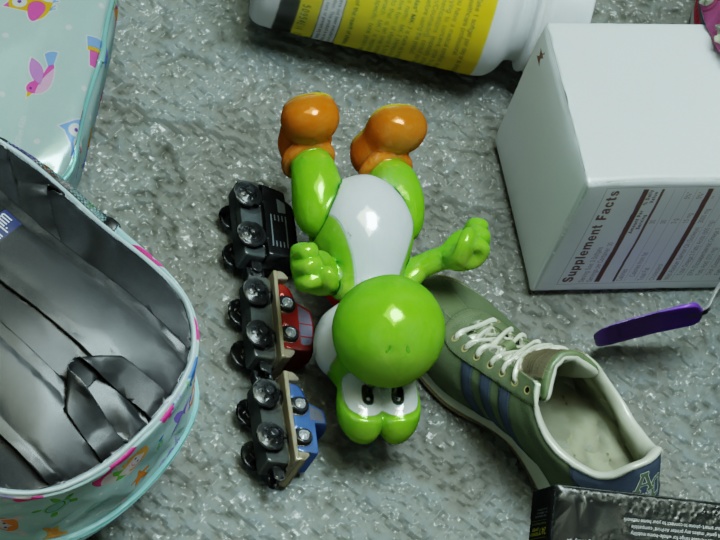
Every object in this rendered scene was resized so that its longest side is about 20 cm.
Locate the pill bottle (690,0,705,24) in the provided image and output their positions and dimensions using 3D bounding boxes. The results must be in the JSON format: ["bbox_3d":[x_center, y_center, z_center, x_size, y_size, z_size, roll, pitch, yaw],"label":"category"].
[{"bbox_3d":[0.287,-0.199,1.679,0.119,0.200,0.120,7,55,-9],"label":"pill bottle"}]

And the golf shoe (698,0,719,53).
[{"bbox_3d":[0.260,-0.136,1.575,0.091,0.075,0.200,-2,56,-35],"label":"golf shoe"}]

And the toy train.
[{"bbox_3d":[-0.049,0.035,1.538,0.046,0.034,0.200,10,53,-23],"label":"toy train"}]

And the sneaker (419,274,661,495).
[{"bbox_3d":[0.099,0.062,1.520,0.067,0.090,0.200,-29,67,-28],"label":"sneaker"}]

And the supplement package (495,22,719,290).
[{"bbox_3d":[0.197,-0.067,1.617,0.199,0.117,0.117,-1,57,-16],"label":"supplement package"}]

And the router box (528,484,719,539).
[{"bbox_3d":[0.186,0.197,1.441,0.199,0.051,0.150,7,80,-10],"label":"router box"}]

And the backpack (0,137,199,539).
[{"bbox_3d":[-0.185,0.048,1.418,0.200,0.151,0.178,34,61,19],"label":"backpack"}]

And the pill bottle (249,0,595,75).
[{"bbox_3d":[0.040,-0.183,1.659,0.199,0.114,0.115,13,54,-5],"label":"pill bottle"}]

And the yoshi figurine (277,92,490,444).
[{"bbox_3d":[0.009,-0.007,1.509,0.112,0.112,0.201,-17,62,19],"label":"yoshi figurine"}]

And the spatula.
[{"bbox_3d":[0.225,-0.003,1.568,0.200,0.057,0.021,-30,75,2],"label":"spatula"}]

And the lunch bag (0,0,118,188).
[{"bbox_3d":[-0.227,-0.118,1.568,0.160,0.077,0.200,12,54,-5],"label":"lunch bag"}]
